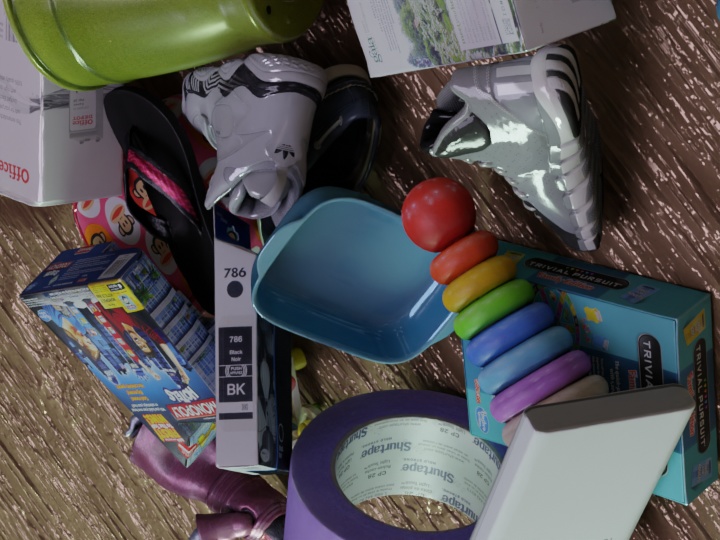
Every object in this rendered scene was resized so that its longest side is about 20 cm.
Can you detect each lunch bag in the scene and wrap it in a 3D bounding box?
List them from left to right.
[{"bbox_3d":[-0.162,-0.056,1.817,0.177,0.082,0.200,54,140,5],"label":"lunch bag"}]

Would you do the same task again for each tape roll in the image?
[{"bbox_3d":[0.041,0.186,1.675,0.199,0.200,0.086,30,132,28],"label":"tape roll"}]

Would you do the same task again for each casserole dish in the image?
[{"bbox_3d":[0.000,0.000,1.631,0.121,0.199,0.039,-53,41,19],"label":"casserole dish"}]

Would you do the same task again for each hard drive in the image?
[{"bbox_3d":[0.146,0.164,1.539,0.026,0.131,0.201,60,146,38],"label":"hard drive"}]

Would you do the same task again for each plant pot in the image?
[{"bbox_3d":[-0.133,-0.234,1.613,0.192,0.200,0.202,3,117,31],"label":"plant pot"}]

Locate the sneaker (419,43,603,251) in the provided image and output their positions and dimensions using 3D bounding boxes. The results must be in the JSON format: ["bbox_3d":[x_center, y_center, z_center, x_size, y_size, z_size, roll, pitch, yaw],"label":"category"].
[{"bbox_3d":[0.102,-0.082,1.482,0.114,0.076,0.201,-3,145,14],"label":"sneaker"}]

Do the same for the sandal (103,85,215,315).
[{"bbox_3d":[-0.154,-0.054,1.718,0.075,0.045,0.201,-28,87,53],"label":"sandal"}]

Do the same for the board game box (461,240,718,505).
[{"bbox_3d":[0.165,0.071,1.598,0.199,0.047,0.152,16,123,38],"label":"board game box"}]

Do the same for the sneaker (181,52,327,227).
[{"bbox_3d":[-0.092,-0.094,1.642,0.200,0.075,0.116,-8,69,64],"label":"sneaker"}]

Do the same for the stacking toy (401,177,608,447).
[{"bbox_3d":[0.095,0.022,1.551,0.085,0.085,0.201,-37,80,49],"label":"stacking toy"}]

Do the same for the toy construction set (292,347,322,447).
[{"bbox_3d":[-0.059,0.087,1.796,0.131,0.091,0.202,45,136,52],"label":"toy construction set"}]

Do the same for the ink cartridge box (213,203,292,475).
[{"bbox_3d":[-0.082,0.053,1.661,0.039,0.099,0.202,-4,82,14],"label":"ink cartridge box"}]

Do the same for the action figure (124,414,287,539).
[{"bbox_3d":[-0.106,0.188,1.906,0.200,0.133,0.150,36,119,28],"label":"action figure"}]

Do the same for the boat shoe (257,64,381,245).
[{"bbox_3d":[-0.027,-0.065,1.681,0.201,0.074,0.062,-64,35,37],"label":"boat shoe"}]

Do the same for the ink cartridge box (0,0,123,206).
[{"bbox_3d":[-0.262,-0.165,1.789,0.146,0.082,0.202,19,111,52],"label":"ink cartridge box"}]

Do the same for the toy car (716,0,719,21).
[{"bbox_3d":[0.182,-0.219,1.284,0.176,0.200,0.185,31,133,28],"label":"toy car"}]

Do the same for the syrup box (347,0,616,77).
[{"bbox_3d":[0.075,-0.186,1.470,0.200,0.081,0.079,-1,109,60],"label":"syrup box"}]

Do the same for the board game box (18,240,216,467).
[{"bbox_3d":[-0.161,0.070,1.785,0.200,0.062,0.199,52,153,-18],"label":"board game box"}]
